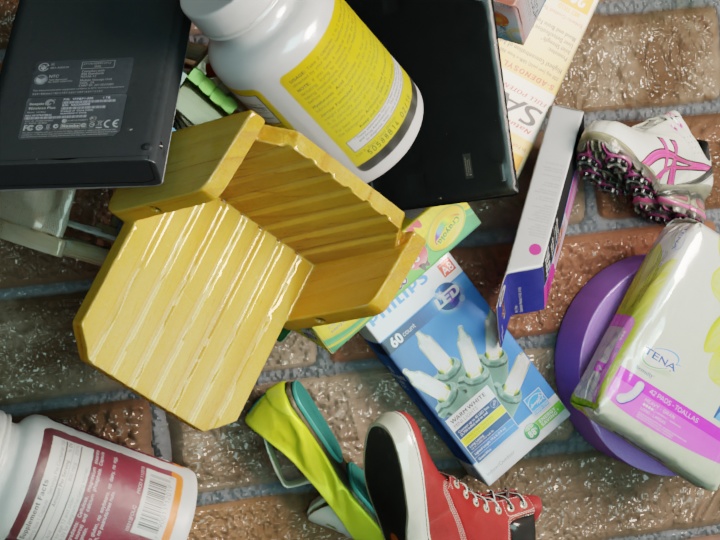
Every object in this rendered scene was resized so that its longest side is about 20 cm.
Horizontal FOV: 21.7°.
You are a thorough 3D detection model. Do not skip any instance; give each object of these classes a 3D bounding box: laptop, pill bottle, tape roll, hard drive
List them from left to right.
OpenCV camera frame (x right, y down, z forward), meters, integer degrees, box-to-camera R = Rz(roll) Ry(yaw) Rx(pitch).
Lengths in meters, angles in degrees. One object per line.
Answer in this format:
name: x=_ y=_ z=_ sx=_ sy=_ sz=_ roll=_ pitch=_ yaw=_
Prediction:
pill bottle: x=-0.248 y=0.189 z=1.576 sx=0.199 sy=0.114 sz=0.115 roll=22 pitch=88 yaw=-16
hard drive: x=-0.206 y=-0.148 z=1.434 sx=0.139 sy=0.033 sz=0.201 roll=-2 pitch=52 yaw=9
pill bottle: x=-0.047 y=-0.162 z=1.436 sx=0.111 sy=0.111 sz=0.200 roll=-50 pitch=130 yaw=-7
laptop: x=0.030 y=-0.149 z=1.587 sx=0.199 sy=0.116 sz=0.189 roll=-7 pitch=97 yaw=12
tape roll: x=0.283 y=0.086 z=1.743 sx=0.199 sy=0.066 sz=0.202 roll=-1 pitch=94 yaw=-16

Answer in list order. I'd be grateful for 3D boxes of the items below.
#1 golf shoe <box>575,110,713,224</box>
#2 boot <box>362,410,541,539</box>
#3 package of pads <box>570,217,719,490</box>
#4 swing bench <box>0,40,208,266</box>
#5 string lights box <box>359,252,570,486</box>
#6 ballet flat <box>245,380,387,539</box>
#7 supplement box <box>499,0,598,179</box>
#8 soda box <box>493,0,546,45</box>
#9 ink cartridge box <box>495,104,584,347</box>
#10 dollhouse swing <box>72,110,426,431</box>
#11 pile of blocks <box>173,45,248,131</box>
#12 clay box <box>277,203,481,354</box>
golf shoe: x=0.255 y=-0.106 z=1.688 sx=0.200 sy=0.072 sz=0.093 roll=25 pitch=75 yaw=-53
boot: x=0.086 y=0.192 z=1.638 sx=0.144 sy=0.072 sz=0.201 roll=-25 pitch=116 yaw=-22
package of pads: x=0.295 y=0.071 z=1.677 sx=0.154 sy=0.068 sz=0.201 roll=32 pitch=85 yaw=-17
swing bench: x=-0.193 y=-0.101 z=1.562 sx=0.199 sy=0.130 sz=0.200 roll=15 pitch=90 yaw=-16
string lights box: x=0.086 y=0.082 z=1.689 sx=0.103 sy=0.059 sz=0.200 roll=-40 pitch=103 yaw=-9
ballet flat: x=-0.031 y=0.186 z=1.667 sx=0.067 sy=0.067 sz=0.200 roll=-33 pitch=106 yaw=11
supplement box: x=0.114 y=-0.188 z=1.670 sx=0.125 sy=0.073 sz=0.201 roll=25 pitch=88 yaw=-15
soda box: x=0.059 y=-0.260 z=1.595 sx=0.199 sy=0.064 sz=0.069 roll=21 pitch=71 yaw=21
ink cartridge box: x=0.159 y=-0.036 z=1.652 sx=0.037 sy=0.095 sz=0.201 roll=15 pitch=69 yaw=13
dollhouse swing: x=-0.090 y=0.013 z=1.450 sx=0.200 sy=0.181 sz=0.177 roll=36 pitch=59 yaw=-35
pile of blocks: x=-0.155 y=-0.125 z=1.475 sx=0.199 sy=0.062 sz=0.083 roll=-26 pitch=97 yaw=-8
clay box: x=0.000 y=0.000 z=1.630 sx=0.200 sy=0.115 sz=0.048 roll=-42 pitch=109 yaw=-8
